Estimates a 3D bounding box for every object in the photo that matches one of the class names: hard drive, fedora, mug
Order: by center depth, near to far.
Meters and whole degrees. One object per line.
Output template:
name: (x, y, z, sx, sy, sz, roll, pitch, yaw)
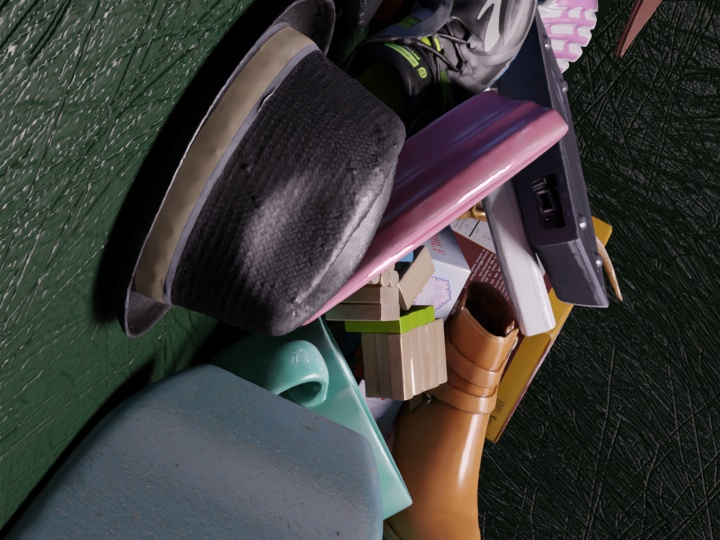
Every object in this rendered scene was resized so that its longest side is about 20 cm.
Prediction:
fedora: (-0.038, -0.038, 0.908, 0.201, 0.092, 0.201, -60, 173, -12)
mug: (-0.054, 0.103, 1.215, 0.114, 0.185, 0.152, -26, -148, 0)
hard drive: (0.135, -0.082, 1.299, 0.135, 0.042, 0.200, 54, 25, -61)
hard drive: (0.097, -0.065, 1.309, 0.132, 0.027, 0.200, -94, 168, -75)

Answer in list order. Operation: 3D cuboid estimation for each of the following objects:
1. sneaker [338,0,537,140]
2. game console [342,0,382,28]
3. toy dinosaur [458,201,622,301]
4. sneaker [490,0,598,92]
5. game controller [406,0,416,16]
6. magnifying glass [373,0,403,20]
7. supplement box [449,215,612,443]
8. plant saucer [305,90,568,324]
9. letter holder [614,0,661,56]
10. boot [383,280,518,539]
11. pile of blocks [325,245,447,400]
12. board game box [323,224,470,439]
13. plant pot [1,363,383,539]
sneaker: (0.036, -0.119, 1.075, 0.200, 0.071, 0.083, -44, -178, -9)
game console: (0.082, -0.218, 0.978, 0.176, 0.116, 0.200, -59, 173, -18)
toy dinosaur: (0.141, -0.049, 1.469, 0.106, 0.200, 0.060, 117, -19, -46)
sneaker: (0.101, -0.166, 1.415, 0.080, 0.088, 0.200, 7, 133, -44)
game controller: (0.049, -0.158, 1.230, 0.104, 0.042, 0.200, -57, 180, -23)
magnifying glass: (0.056, -0.230, 1.160, 0.200, 0.022, 0.080, -59, 174, -35)
supplement box: (0.084, 0.013, 1.598, 0.133, 0.200, 0.197, -56, 172, -33)
plant saucer: (0.030, -0.044, 1.080, 0.201, 0.051, 0.201, -36, 178, -2)
letter holder: (0.205, -0.273, 1.355, 0.142, 0.101, 0.200, -56, 172, -25)
boot: (0.074, 0.112, 1.287, 0.200, 0.077, 0.155, -94, -151, -61)
pile of blocks: (0.000, 0.000, 1.226, 0.082, 0.062, 0.200, -50, 130, -44)
board game box: (0.006, 0.027, 1.382, 0.200, 0.041, 0.200, -109, -140, -59)
plant pot: (-0.089, 0.175, 1.048, 0.196, 0.196, 0.200, 111, 6, -51)
